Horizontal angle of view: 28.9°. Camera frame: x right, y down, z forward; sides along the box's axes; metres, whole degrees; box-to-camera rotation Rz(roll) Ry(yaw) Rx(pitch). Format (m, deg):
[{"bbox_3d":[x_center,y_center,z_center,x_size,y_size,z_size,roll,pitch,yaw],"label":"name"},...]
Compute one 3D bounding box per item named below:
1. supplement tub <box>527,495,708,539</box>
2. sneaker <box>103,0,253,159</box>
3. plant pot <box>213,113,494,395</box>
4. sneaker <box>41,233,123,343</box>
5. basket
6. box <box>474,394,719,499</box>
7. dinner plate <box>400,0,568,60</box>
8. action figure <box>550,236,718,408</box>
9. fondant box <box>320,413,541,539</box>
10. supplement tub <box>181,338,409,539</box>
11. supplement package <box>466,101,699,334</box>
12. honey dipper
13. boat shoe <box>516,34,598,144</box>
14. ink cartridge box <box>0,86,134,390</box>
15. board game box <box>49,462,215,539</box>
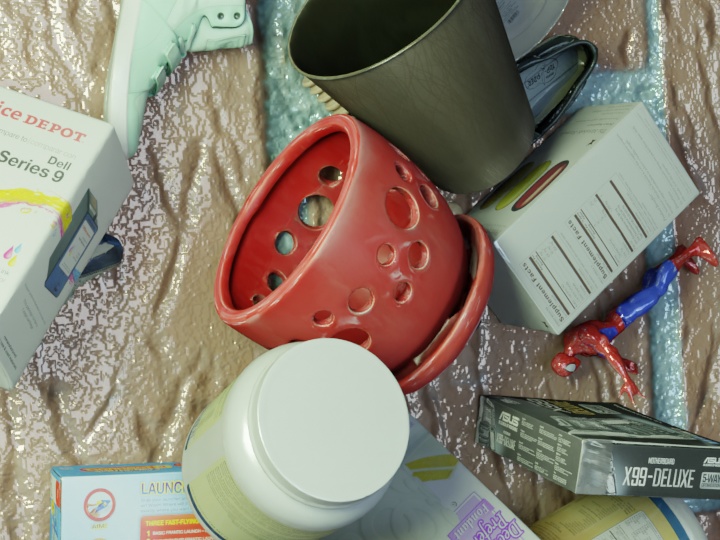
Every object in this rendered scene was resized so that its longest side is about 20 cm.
[{"bbox_3d":[0.216,0.291,1.309,0.198,0.144,0.146,-25,101,-19],"label":"supplement tub"},{"bbox_3d":[-0.150,-0.182,1.180,0.116,0.074,0.204,12,85,-15],"label":"sneaker"},{"bbox_3d":[0.000,0.000,1.186,0.182,0.200,0.202,35,79,-24],"label":"plant pot"},{"bbox_3d":[-0.282,0.032,1.147,0.198,0.077,0.086,-25,107,-10],"label":"sneaker"},{"bbox_3d":[0.060,-0.166,1.193,0.179,0.137,0.200,-31,137,10],"label":"basket"},{"bbox_3d":[0.216,0.159,1.275,0.155,0.200,0.051,6,94,-21],"label":"box"},{"bbox_3d":[0.107,-0.259,1.238,0.197,0.024,0.202,-11,128,-14],"label":"dinner plate"},{"bbox_3d":[0.275,0.062,1.363,0.199,0.065,0.100,-32,86,-17],"label":"action figure"},{"bbox_3d":[0.052,0.237,1.232,0.144,0.058,0.200,-42,69,-15],"label":"fondant box"},{"bbox_3d":[-0.053,0.142,1.112,0.143,0.200,0.147,8,68,-19],"label":"supplement tub"},{"bbox_3d":[0.195,-0.050,1.305,0.200,0.113,0.110,-43,107,-16],"label":"supplement package"},{"bbox_3d":[0.025,-0.112,1.280,0.038,0.038,0.200,-49,112,-13],"label":"honey dipper"},{"bbox_3d":[0.149,-0.152,1.308,0.198,0.066,0.075,-36,105,-16],"label":"boat shoe"},{"bbox_3d":[-0.285,-0.034,1.071,0.143,0.088,0.202,20,61,14],"label":"ink cartridge box"},{"bbox_3d":[-0.168,0.268,1.202,0.197,0.056,0.199,2,91,-22],"label":"board game box"}]
